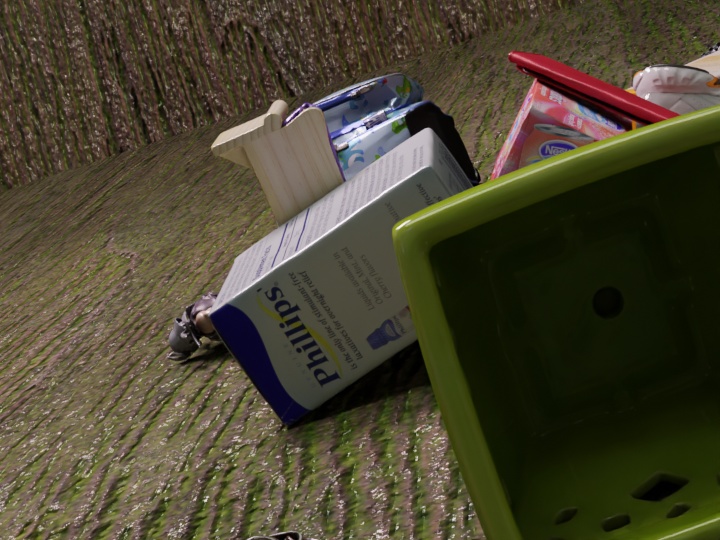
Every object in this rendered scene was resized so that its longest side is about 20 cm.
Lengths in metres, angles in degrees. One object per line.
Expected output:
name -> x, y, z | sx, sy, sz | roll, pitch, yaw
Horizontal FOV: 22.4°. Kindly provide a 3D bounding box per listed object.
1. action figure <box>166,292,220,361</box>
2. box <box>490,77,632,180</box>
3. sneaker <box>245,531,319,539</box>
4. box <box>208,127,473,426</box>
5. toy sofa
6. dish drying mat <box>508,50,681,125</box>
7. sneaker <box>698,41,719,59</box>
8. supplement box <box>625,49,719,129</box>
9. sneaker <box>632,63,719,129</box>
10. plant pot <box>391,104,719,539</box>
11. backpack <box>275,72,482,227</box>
action figure -> -0.091, 0.024, 1.625 | 0.199, 0.070, 0.130 | -33, 18, 3
box -> 0.178, -0.099, 1.598 | 0.102, 0.095, 0.200 | 26, 17, 1
sneaker -> -0.033, 0.156, 0.896 | 0.070, 0.076, 0.200 | -19, 12, -1
box -> 0.000, 0.000, 1.377 | 0.199, 0.105, 0.184 | -33, 9, 9
toy sofa -> -0.039, -0.040, 1.506 | 0.097, 0.202, 0.083 | -23, 10, 7
dish drying mat -> 0.228, -0.150, 1.607 | 0.199, 0.018, 0.077 | 26, 15, 24
sneaker -> 0.452, -0.233, 1.982 | 0.198, 0.072, 0.073 | -24, -23, 4
supplement box -> 0.371, -0.176, 1.790 | 0.198, 0.074, 0.126 | -24, 12, -22
sneaker -> 0.344, -0.129, 1.652 | 0.198, 0.093, 0.076 | 5, -8, 8
plant pot -> 0.132, 0.031, 0.938 | 0.198, 0.201, 0.182 | -19, 6, 2
backpack -> 0.001, -0.108, 1.852 | 0.198, 0.148, 0.183 | -25, -6, 12
